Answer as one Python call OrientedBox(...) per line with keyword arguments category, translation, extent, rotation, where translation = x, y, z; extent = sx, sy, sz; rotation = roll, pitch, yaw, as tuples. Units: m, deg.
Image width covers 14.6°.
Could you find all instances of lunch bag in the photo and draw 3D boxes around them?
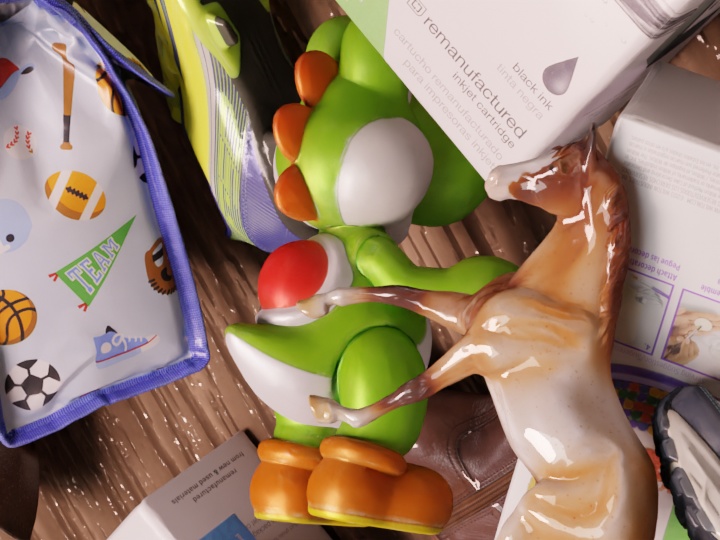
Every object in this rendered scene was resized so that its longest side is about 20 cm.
OrientedBox(category="lunch bag", translation=(-0.156, -0.055, 1.229), extent=(0.170, 0.123, 0.201), rotation=(33, 142, 58))

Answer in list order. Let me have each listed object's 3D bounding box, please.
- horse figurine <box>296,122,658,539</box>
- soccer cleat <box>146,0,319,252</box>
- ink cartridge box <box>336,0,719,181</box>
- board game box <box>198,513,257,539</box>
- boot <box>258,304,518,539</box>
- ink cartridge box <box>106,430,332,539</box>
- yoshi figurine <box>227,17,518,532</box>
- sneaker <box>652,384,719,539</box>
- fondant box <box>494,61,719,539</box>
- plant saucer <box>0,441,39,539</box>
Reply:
OrientedBox(category="horse figurine", translation=(0.056, 0.063, 1.005), extent=(0.132, 0.050, 0.201), rotation=(-18, 84, 13))
OrientedBox(category="soccer cleat", translation=(-0.067, -0.099, 1.195), extent=(0.083, 0.065, 0.201), rotation=(-8, 109, 46))
OrientedBox(category="ink cartridge box", translation=(0.078, -0.147, 1.022), extent=(0.146, 0.084, 0.200), rotation=(50, 137, 6))
OrientedBox(category="board game box", translation=(-0.035, 0.228, 1.259), extent=(0.200, 0.037, 0.151), rotation=(47, 131, 7))
OrientedBox(category="boot", translation=(0.066, 0.038, 1.162), extent=(0.187, 0.064, 0.200), rotation=(50, 135, 3))
OrientedBox(category="ink cartridge box", translation=(-0.049, 0.202, 1.340), extent=(0.200, 0.084, 0.146), rotation=(50, 135, 6))
OrientedBox(category="yoshi figurine", translation=(0.015, 0.001, 1.112), extent=(0.112, 0.112, 0.201), rotation=(3, 85, 10))
OrientedBox(category="sneaker", translation=(0.185, 0.110, 0.995), extent=(0.200, 0.086, 0.078), rotation=(49, 175, 11))
OrientedBox(category="fondant box", translation=(0.144, 0.040, 1.043), extent=(0.144, 0.058, 0.201), rotation=(20, 119, 10))
OrientedBox(category="plant saucer", translation=(-0.220, 0.049, 1.376), extent=(0.200, 0.037, 0.200), rotation=(46, 178, 2))
